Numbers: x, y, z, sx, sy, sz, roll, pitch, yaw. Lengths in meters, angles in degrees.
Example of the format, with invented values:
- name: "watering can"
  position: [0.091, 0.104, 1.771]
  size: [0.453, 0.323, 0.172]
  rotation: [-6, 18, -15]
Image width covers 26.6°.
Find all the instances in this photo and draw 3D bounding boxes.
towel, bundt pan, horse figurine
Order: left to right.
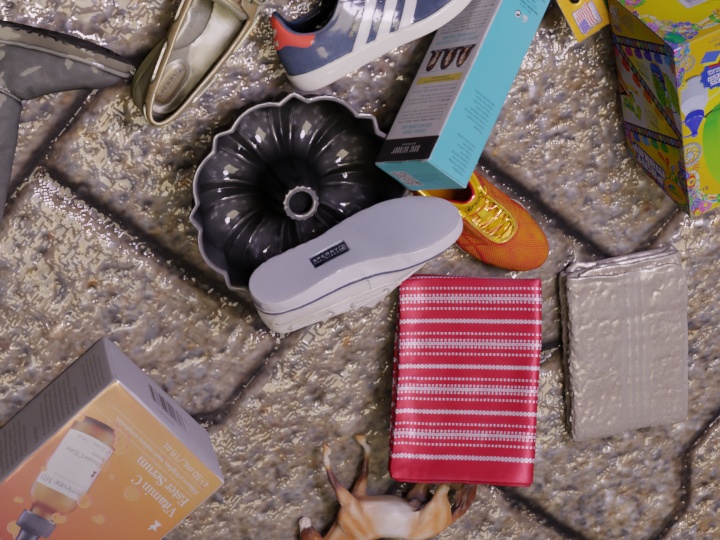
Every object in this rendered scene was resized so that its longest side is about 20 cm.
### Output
- name: "bundt pan"
  position: [-0.061, -0.071, 1.382]
  size: [0.202, 0.076, 0.202]
  rotation: [-5, 110, -13]
- name: "horse figurine"
  position: [0.034, 0.229, 1.536]
  size: [0.200, 0.050, 0.133]
  rotation: [-3, 103, -11]
- name: "towel"
  position: [0.098, 0.104, 1.447]
  size: [0.144, 0.022, 0.200]
  rotation: [2, 87, 17]
- name: "towel"
  position: [0.268, 0.077, 1.552]
  size: [0.132, 0.034, 0.200]
  rotation: [-9, 113, -10]

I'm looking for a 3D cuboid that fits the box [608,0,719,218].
- name: "box"
  position: [0.352, -0.188, 1.399]
  size: [0.200, 0.122, 0.193]
  rotation: [-24, 131, -8]

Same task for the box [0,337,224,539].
- name: "box"
  position: [-0.254, 0.193, 1.412]
  size: [0.200, 0.106, 0.152]
  rotation: [-42, 115, 3]

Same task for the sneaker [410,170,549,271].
- name: "sneaker"
  position: [0.104, -0.056, 1.434]
  size: [0.200, 0.077, 0.073]
  rotation: [35, 96, -25]

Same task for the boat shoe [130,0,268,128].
- name: "boat shoe"
  position: [-0.130, -0.213, 1.318]
  size: [0.073, 0.063, 0.201]
  rotation: [34, 98, -24]

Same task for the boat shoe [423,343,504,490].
- name: "boat shoe"
  position: [0.099, 0.111, 1.492]
  size: [0.072, 0.072, 0.200]
  rotation: [18, 88, 13]

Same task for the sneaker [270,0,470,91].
- name: "sneaker"
  position: [0.012, -0.240, 1.341]
  size: [0.200, 0.075, 0.085]
  rotation: [-31, 116, -4]

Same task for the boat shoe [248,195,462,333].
- name: "boat shoe"
  position: [0.000, 0.000, 1.356]
  size: [0.200, 0.071, 0.070]
  rotation: [-26, 142, -9]

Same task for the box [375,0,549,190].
- name: "box"
  position: [0.091, -0.168, 1.341]
  size: [0.049, 0.082, 0.200]
  rotation: [33, 73, -30]

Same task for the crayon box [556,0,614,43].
- name: "crayon box"
  position: [0.246, -0.316, 1.389]
  size: [0.200, 0.052, 0.126]
  rotation: [-33, 115, -2]

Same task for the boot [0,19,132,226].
- name: "boot"
  position: [-0.303, -0.111, 1.306]
  size: [0.182, 0.073, 0.200]
  rotation: [12, 100, -5]
